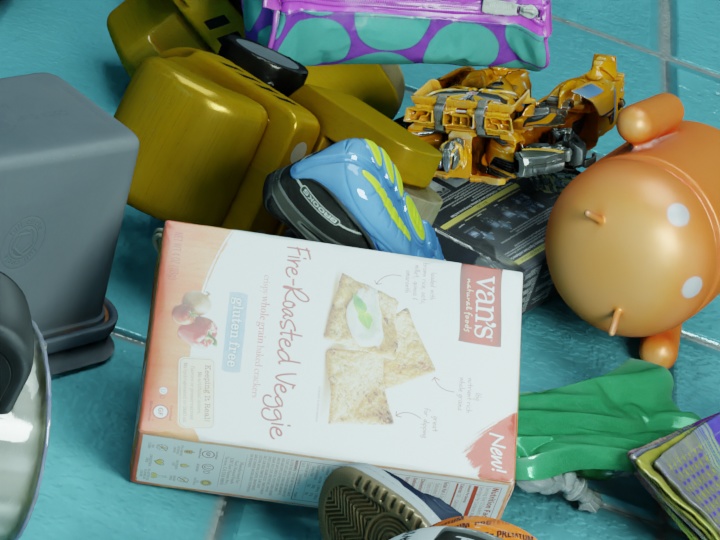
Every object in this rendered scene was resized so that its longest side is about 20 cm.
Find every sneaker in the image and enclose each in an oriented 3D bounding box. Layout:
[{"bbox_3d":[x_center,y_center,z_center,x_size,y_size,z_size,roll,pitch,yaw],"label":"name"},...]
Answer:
[{"bbox_3d":[0.076,0.160,1.439,0.200,0.070,0.108,39,36,21],"label":"sneaker"},{"bbox_3d":[0.000,0.000,1.596,0.082,0.200,0.071,-10,49,17],"label":"sneaker"}]

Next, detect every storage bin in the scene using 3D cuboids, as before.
[{"bbox_3d":[-0.218,-0.030,1.524,0.145,0.135,0.199,36,29,30],"label":"storage bin"}]

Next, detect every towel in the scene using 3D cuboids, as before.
[{"bbox_3d":[0.242,0.136,1.617,0.144,0.023,0.200,50,32,15],"label":"towel"}]

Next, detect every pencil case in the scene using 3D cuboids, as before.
[{"bbox_3d":[0.024,-0.170,1.796,0.199,0.086,0.092,-1,5,-15],"label":"pencil case"}]

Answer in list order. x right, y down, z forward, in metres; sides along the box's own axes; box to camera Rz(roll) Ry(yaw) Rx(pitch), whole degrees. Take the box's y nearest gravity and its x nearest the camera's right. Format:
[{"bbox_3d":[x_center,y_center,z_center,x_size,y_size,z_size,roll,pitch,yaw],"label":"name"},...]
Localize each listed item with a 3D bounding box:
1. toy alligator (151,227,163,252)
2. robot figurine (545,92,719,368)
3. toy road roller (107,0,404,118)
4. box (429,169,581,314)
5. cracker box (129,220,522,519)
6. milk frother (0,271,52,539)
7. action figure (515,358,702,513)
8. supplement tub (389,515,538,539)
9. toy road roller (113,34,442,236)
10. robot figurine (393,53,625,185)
[{"bbox_3d":[-0.063,0.046,1.588,0.200,0.059,0.054,35,70,29],"label":"toy alligator"},{"bbox_3d":[0.188,-0.025,1.787,0.116,0.144,0.200,38,30,12],"label":"robot figurine"},{"bbox_3d":[-0.079,-0.158,1.908,0.200,0.146,0.123,50,7,-30],"label":"toy road roller"},{"bbox_3d":[0.072,-0.041,1.856,0.161,0.049,0.200,27,26,19],"label":"box"},{"bbox_3d":[-0.016,0.055,1.500,0.199,0.058,0.135,8,55,-6],"label":"cracker box"},{"bbox_3d":[-0.238,0.100,1.289,0.187,0.180,0.201,7,72,-25],"label":"milk frother"},{"bbox_3d":[0.119,0.099,1.609,0.199,0.055,0.118,0,34,-44],"label":"action figure"},{"bbox_3d":[0.027,0.194,1.279,0.122,0.123,0.200,25,26,10],"label":"supplement tub"},{"bbox_3d":[-0.066,-0.056,1.665,0.200,0.123,0.146,33,14,31],"label":"toy road roller"},{"bbox_3d":[0.093,-0.101,1.838,0.144,0.059,0.200,7,16,23],"label":"robot figurine"}]
